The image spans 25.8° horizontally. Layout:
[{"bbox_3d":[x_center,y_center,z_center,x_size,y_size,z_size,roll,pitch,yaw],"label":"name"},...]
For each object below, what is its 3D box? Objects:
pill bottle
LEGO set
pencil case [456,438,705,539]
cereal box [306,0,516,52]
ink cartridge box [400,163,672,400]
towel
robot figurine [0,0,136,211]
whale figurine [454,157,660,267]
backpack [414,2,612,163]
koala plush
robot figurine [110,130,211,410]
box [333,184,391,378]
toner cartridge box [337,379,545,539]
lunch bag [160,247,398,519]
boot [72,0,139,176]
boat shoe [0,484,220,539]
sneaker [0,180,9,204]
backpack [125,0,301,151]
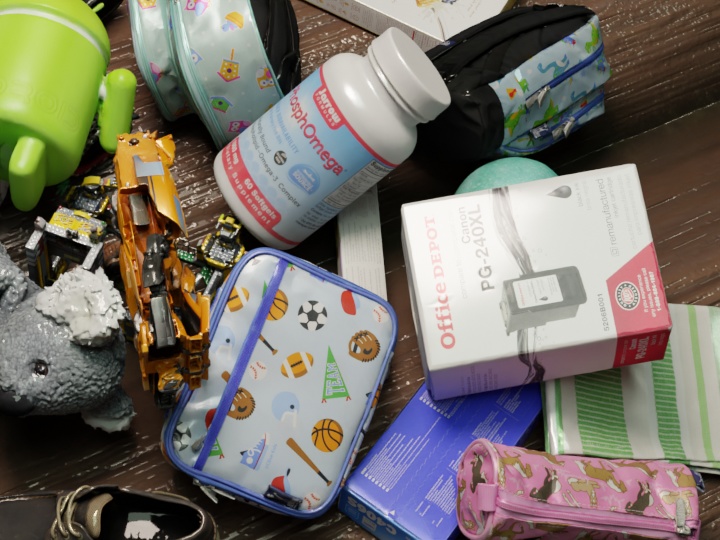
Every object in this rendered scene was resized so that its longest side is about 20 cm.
[{"bbox_3d":[-0.023,-0.115,1.359,0.199,0.108,0.109,-38,58,19],"label":"pill bottle"},{"bbox_3d":[-0.190,-0.019,1.329,0.198,0.116,0.154,26,57,10],"label":"LEGO set"},{"bbox_3d":[0.170,0.182,1.233,0.197,0.087,0.084,10,55,-17],"label":"pencil case"},{"bbox_3d":[0.054,-0.293,1.596,0.198,0.040,0.145,25,57,10],"label":"cereal box"},{"bbox_3d":[0.138,0.010,1.278,0.197,0.084,0.147,-10,70,2],"label":"ink cartridge box"},{"bbox_3d":[0.243,0.095,1.329,0.197,0.023,0.154,5,65,-17],"label":"towel"},{"bbox_3d":[-0.280,-0.154,1.336,0.173,0.116,0.202,12,62,-1],"label":"robot figurine"},{"bbox_3d":[0.172,-0.026,1.388,0.198,0.104,0.160,26,56,8],"label":"whale figurine"},{"bbox_3d":[0.140,-0.175,1.462,0.200,0.155,0.162,-45,28,-23],"label":"backpack"},{"bbox_3d":[-0.270,0.053,1.236,0.197,0.179,0.185,11,42,12],"label":"koala plush"},{"bbox_3d":[-0.151,0.002,1.193,0.057,0.146,0.202,-9,59,-12],"label":"robot figurine"},{"bbox_3d":[0.000,0.000,1.389,0.041,0.039,0.202,-1,56,-7],"label":"box"},{"bbox_3d":[0.075,0.142,1.299,0.094,0.043,0.200,32,58,15],"label":"toner cartridge box"},{"bbox_3d":[-0.069,0.092,1.245,0.159,0.076,0.202,25,80,-10],"label":"lunch bag"},{"bbox_3d":[-0.257,-0.185,1.471,0.153,0.074,0.203,41,52,9],"label":"boot"},{"bbox_3d":[-0.206,0.192,1.210,0.197,0.074,0.075,1,55,-6],"label":"boat shoe"},{"bbox_3d":[-0.350,-0.071,1.363,0.066,0.091,0.202,12,55,0],"label":"sneaker"},{"bbox_3d":[-0.131,-0.213,1.440,0.152,0.176,0.202,-21,59,-1],"label":"backpack"}]
